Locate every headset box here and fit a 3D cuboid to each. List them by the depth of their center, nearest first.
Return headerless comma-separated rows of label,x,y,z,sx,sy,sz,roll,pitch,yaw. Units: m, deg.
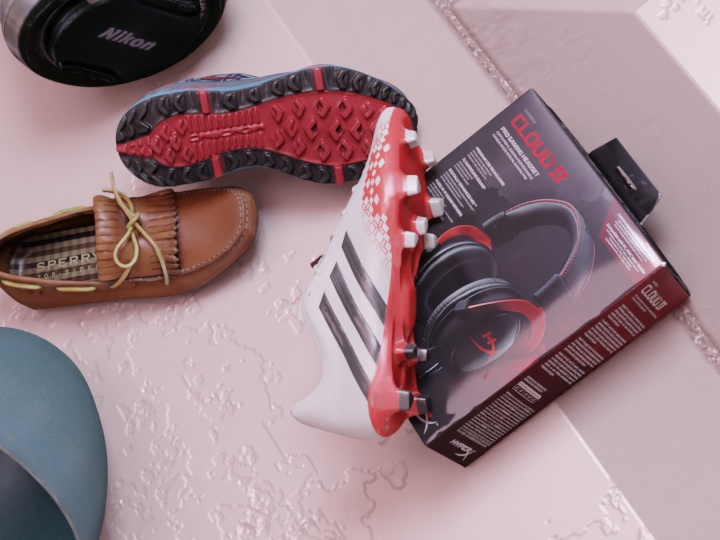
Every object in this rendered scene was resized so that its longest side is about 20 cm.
headset box,0.093,-0.001,1.038,0.200,0.075,0.149,-37,63,9

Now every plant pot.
plant pot,-0.245,0.115,1.101,0.199,0.201,0.135,-1,38,22

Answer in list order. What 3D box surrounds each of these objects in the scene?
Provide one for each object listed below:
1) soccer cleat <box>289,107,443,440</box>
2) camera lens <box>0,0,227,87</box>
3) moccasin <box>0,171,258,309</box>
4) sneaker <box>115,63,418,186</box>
soccer cleat,0.000,0.000,0.999,0.085,0.069,0.201,-1,78,19
camera lens,-0.188,-0.242,1.179,0.159,0.160,0.201,-26,67,14
moccasin,-0.164,-0.022,1.150,0.200,0.078,0.074,-5,73,21
sneaker,-0.061,-0.109,1.131,0.199,0.096,0.080,-1,113,0
